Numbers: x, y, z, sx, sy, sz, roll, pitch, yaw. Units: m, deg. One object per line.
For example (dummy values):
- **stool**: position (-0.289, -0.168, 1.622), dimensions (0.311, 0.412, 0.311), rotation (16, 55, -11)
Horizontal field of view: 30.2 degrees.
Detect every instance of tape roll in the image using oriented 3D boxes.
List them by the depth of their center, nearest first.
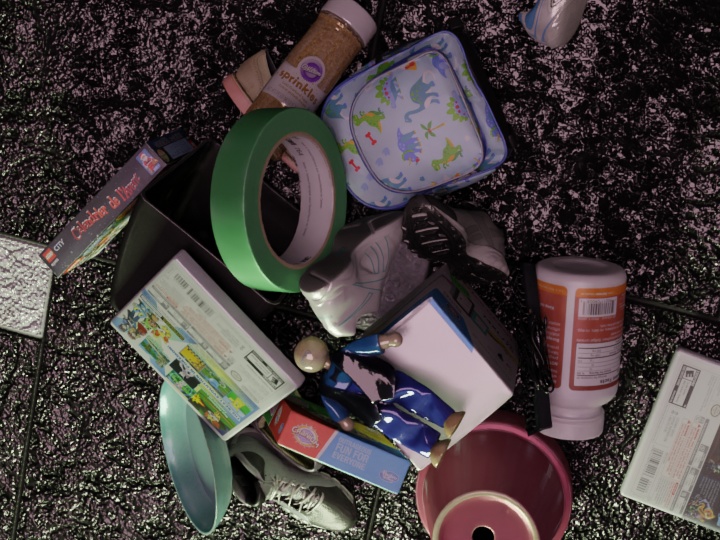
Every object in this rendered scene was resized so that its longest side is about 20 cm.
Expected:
- **tape roll**: position (-0.086, -0.078, 1.472), dimensions (0.048, 0.200, 0.203), rotation (3, 105, 33)

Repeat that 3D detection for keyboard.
- **keyboard**: position (0.187, 0.086, 1.548), dimensions (0.039, 0.104, 0.203), rotation (-2, 76, -12)

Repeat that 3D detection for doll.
- **doll**: position (0.017, 0.128, 1.463), dimensions (0.198, 0.048, 0.138), rotation (29, 115, 10)

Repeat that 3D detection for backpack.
- **backpack**: position (0.057, -0.167, 1.546), dimensions (0.198, 0.147, 0.185), rotation (-24, 94, 19)

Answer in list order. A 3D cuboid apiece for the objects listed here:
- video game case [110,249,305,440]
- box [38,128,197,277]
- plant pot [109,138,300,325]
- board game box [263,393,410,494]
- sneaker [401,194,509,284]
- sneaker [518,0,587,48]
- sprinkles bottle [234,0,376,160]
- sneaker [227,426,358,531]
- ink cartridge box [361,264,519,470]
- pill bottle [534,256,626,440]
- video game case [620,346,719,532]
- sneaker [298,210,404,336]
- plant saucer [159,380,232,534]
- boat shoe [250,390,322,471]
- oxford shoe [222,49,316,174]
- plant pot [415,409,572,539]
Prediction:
- **video game case**: position (-0.179, 0.090, 1.533), dimensions (0.200, 0.022, 0.182), rotation (46, 137, -6)
- **box**: position (-0.293, -0.084, 1.631), dimensions (0.200, 0.137, 0.038), rotation (-43, 93, 16)
- **plant pot**: position (-0.188, -0.005, 1.610), dimensions (0.199, 0.200, 0.178), rotation (40, 120, -1)
- **board game box**: position (-0.032, 0.198, 1.576), dimensions (0.151, 0.200, 0.041), rotation (24, 89, -10)
- **sneaker**: position (0.109, -0.048, 1.553), dimensions (0.073, 0.200, 0.080), rotation (-8, 67, 31)
- **sneaker**: position (0.249, -0.350, 1.513), dimensions (0.072, 0.072, 0.201), rotation (38, 101, 27)
- **sprinkles bottle**: position (-0.063, -0.225, 1.555), dimensions (0.068, 0.068, 0.201), rotation (36, 82, 0)
- **sneaker**: position (-0.099, 0.286, 1.694), dimensions (0.199, 0.116, 0.076), rotation (32, 106, 2)
- **ink cartridge box**: position (0.087, 0.106, 1.575), dimensions (0.146, 0.200, 0.147), rotation (-40, 93, 15)
- **pill bottle**: position (0.254, 0.092, 1.589), dimensions (0.110, 0.112, 0.203), rotation (4, 104, 9)
- **video game case**: position (0.437, 0.215, 1.632), dimensions (0.180, 0.023, 0.202), rotation (20, 105, 5)
- **sneaker**: position (0.000, 0.000, 1.500), dimensions (0.070, 0.200, 0.081), rotation (-5, 119, 36)
- **plant saucer**: position (-0.204, 0.229, 1.684), dimensions (0.036, 0.199, 0.203), rotation (-13, 103, -25)
- **boat shoe**: position (-0.112, 0.174, 1.696), dimensions (0.072, 0.065, 0.200), rotation (-41, 93, 16)
- **oxford shoe**: position (-0.077, -0.176, 1.607), dimensions (0.074, 0.071, 0.200), rotation (-42, 93, 13)
- **plant pot**: position (0.158, 0.292, 1.618), dimensions (0.197, 0.179, 0.203), rotation (2, 104, 9)
